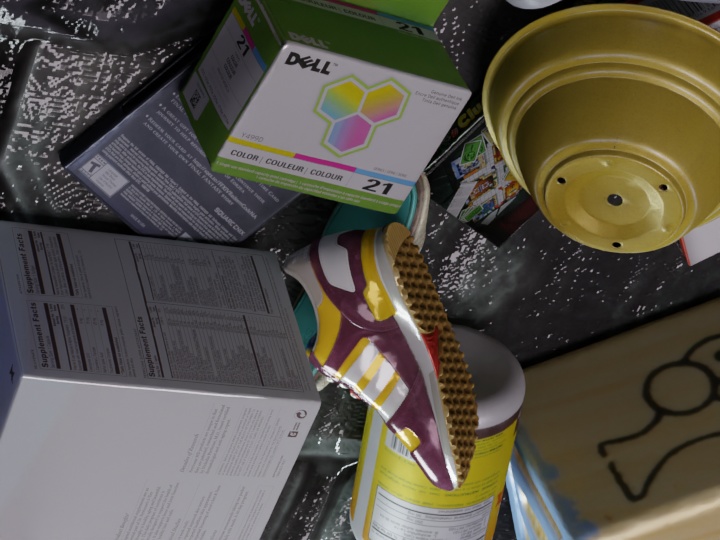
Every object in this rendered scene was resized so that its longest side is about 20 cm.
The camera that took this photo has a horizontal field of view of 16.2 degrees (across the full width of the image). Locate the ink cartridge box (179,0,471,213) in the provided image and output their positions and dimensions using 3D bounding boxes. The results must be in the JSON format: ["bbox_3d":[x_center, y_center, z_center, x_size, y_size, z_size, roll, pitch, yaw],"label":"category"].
[{"bbox_3d":[0.000,-0.146,1.565,0.147,0.076,0.200,12,126,-34],"label":"ink cartridge box"}]

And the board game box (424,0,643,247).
[{"bbox_3d":[0.132,-0.109,1.721,0.200,0.023,0.105,-43,130,14],"label":"board game box"}]

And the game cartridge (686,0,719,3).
[{"bbox_3d":[0.181,-0.230,1.547,0.041,0.199,0.133,-56,150,-37],"label":"game cartridge"}]

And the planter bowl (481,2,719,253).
[{"bbox_3d":[0.169,-0.071,1.634,0.200,0.084,0.201,10,140,8],"label":"planter bowl"}]

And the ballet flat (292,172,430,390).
[{"bbox_3d":[0.000,0.000,1.740,0.062,0.067,0.200,-12,142,-52],"label":"ballet flat"}]

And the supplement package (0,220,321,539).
[{"bbox_3d":[-0.155,0.079,1.651,0.199,0.151,0.152,6,130,-23],"label":"supplement package"}]

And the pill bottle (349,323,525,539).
[{"bbox_3d":[0.052,0.145,1.836,0.109,0.109,0.200,-5,129,-19],"label":"pill bottle"}]

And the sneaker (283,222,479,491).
[{"bbox_3d":[0.015,0.062,1.694,0.090,0.075,0.200,-10,113,20],"label":"sneaker"}]

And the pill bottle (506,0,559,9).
[{"bbox_3d":[0.062,-0.243,1.479,0.112,0.112,0.200,-39,131,10],"label":"pill bottle"}]

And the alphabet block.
[{"bbox_3d":[0.227,0.170,1.879,0.199,0.196,0.197,-19,134,-6],"label":"alphabet block"}]

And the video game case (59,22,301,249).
[{"bbox_3d":[-0.077,-0.093,1.647,0.200,0.019,0.143,-39,132,9],"label":"video game case"}]

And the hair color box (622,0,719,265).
[{"bbox_3d":[0.237,-0.107,1.714,0.101,0.061,0.200,-24,133,-3],"label":"hair color box"}]
